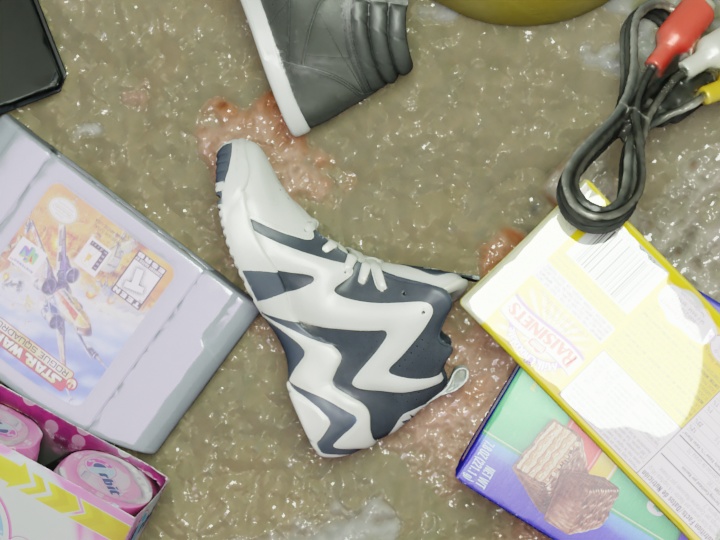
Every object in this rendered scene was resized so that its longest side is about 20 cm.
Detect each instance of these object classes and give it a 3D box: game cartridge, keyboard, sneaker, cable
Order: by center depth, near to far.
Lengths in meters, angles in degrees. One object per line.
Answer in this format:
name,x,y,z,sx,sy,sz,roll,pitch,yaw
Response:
cable,0.167,-0.103,1.193,0.097,0.050,0.200,42,52,12
sneaker,-0.029,-0.186,1.228,0.099,0.071,0.200,-20,111,3
sneaker,0.000,0.000,1.238,0.129,0.079,0.200,-21,89,4
game cartridge,-0.177,0.015,1.276,0.200,0.042,0.133,36,89,4
keyboard,-0.263,-0.184,1.286,0.104,0.040,0.200,-21,83,-14

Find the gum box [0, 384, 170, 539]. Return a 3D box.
gum box,-0.231,0.133,1.251,0.200,0.066,0.114,28,111,4

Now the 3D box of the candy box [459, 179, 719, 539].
candy box,0.161,0.055,1.174,0.102,0.026,0.200,-44,85,2

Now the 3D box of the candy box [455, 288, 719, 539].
candy box,0.181,0.101,1.223,0.200,0.077,0.169,31,91,3

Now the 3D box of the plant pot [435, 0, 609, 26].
plant pot,0.099,-0.239,1.181,0.199,0.142,0.201,0,97,-1
